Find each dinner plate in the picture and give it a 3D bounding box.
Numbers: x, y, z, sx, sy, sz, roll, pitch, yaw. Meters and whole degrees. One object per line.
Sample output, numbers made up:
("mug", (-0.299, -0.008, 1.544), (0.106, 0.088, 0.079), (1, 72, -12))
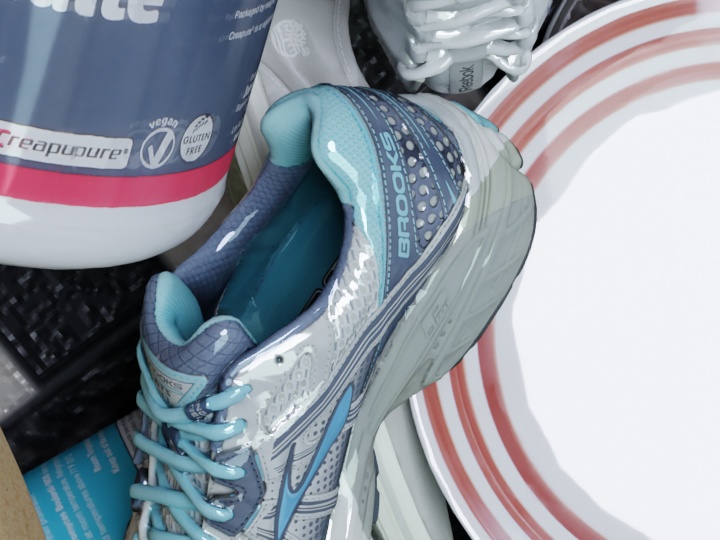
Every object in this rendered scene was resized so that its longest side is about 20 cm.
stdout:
("dinner plate", (0.111, 0.017, 0.822), (0.198, 0.024, 0.202), (0, 86, -2))

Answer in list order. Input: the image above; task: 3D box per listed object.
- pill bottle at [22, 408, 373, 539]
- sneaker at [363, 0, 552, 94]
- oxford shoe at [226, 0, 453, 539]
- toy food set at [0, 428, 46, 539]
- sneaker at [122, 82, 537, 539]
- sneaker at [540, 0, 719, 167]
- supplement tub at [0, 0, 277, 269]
("pill bottle", (-0.090, 0.118, 0.861), (0.199, 0.111, 0.111), (-29, 122, -4))
("sneaker", (0.031, -0.087, 0.745), (0.074, 0.200, 0.088), (-2, 100, 1))
("oxford shoe", (0.000, 0.000, 0.838), (0.057, 0.075, 0.201), (-20, 101, -10))
("toy food set", (-0.126, 0.073, 0.716), (0.048, 0.201, 0.198), (-24, 165, 9))
("sneaker", (-0.035, 0.038, 0.755), (0.086, 0.077, 0.201), (19, 97, -51))
("sneaker", (0.090, -0.033, 0.890), (0.201, 0.073, 0.085), (-61, 152, 6))
("supplement tub", (-0.080, -0.115, 0.730), (0.139, 0.140, 0.201), (8, 113, -23))
